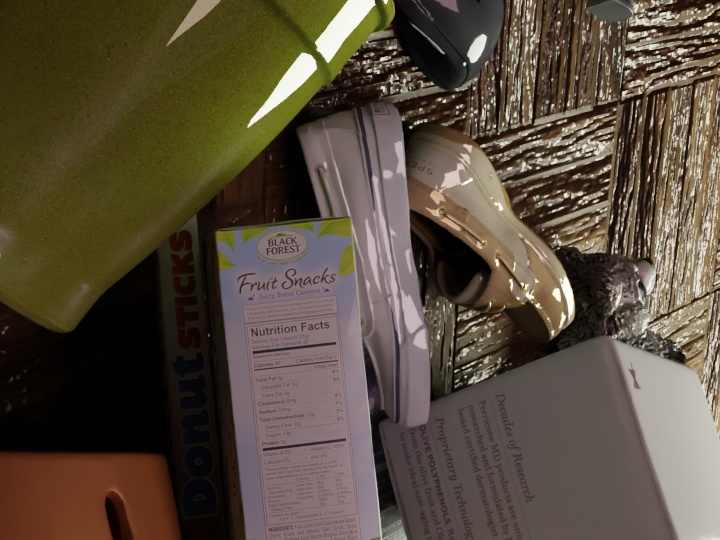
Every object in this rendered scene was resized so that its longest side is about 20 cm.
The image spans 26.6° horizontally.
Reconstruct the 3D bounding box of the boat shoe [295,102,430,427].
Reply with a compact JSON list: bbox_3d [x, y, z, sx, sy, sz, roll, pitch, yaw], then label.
[{"bbox_3d":[0.000,0.000,0.910,0.066,0.074,0.203,-8,106,-2],"label":"boat shoe"}]

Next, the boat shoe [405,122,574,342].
[{"bbox_3d":[0.074,-0.009,0.998,0.070,0.073,0.200,-55,130,-18],"label":"boat shoe"}]

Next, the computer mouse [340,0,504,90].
[{"bbox_3d":[0.030,-0.158,0.897,0.141,0.046,0.201,-57,141,-22],"label":"computer mouse"}]

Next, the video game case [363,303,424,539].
[{"bbox_3d":[-0.012,0.131,0.978,0.142,0.019,0.203,-17,116,-48],"label":"video game case"}]

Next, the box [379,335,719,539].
[{"bbox_3d":[0.147,0.170,0.991,0.198,0.170,0.202,19,51,-61],"label":"box"}]

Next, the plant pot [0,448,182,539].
[{"bbox_3d":[-0.155,0.150,0.676,0.199,0.198,0.142,11,79,-53],"label":"plant pot"}]

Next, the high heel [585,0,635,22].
[{"bbox_3d":[0.129,-0.269,0.985,0.199,0.071,0.144,31,63,-46],"label":"high heel"}]

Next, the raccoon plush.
[{"bbox_3d":[0.165,0.081,1.134,0.134,0.096,0.202,43,69,-42],"label":"raccoon plush"}]

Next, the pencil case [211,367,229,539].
[{"bbox_3d":[-0.081,0.151,0.845,0.090,0.083,0.202,31,78,-37],"label":"pencil case"}]

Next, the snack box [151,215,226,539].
[{"bbox_3d":[-0.086,0.072,0.769,0.024,0.072,0.203,-5,87,-10],"label":"snack box"}]

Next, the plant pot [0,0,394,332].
[{"bbox_3d":[-0.121,-0.088,0.634,0.194,0.200,0.200,-54,141,-5],"label":"plant pot"}]

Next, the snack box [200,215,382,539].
[{"bbox_3d":[-0.034,0.079,0.728,0.067,0.169,0.203,-7,91,-8],"label":"snack box"}]
